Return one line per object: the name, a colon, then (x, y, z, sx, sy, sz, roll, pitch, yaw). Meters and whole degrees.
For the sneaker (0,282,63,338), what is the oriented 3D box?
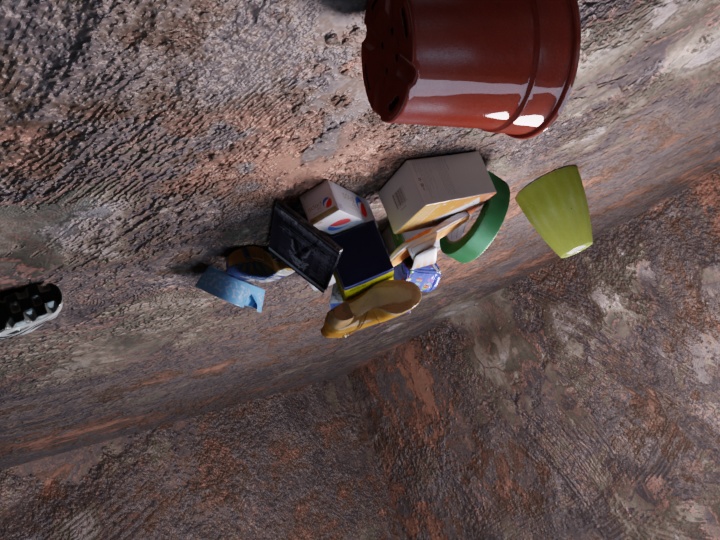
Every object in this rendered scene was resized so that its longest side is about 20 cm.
sneaker: (-0.595, 0.086, 1.025, 0.195, 0.076, 0.089, -14, 162, -29)

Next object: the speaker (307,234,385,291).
speaker: (-0.039, -0.027, 1.459, 0.196, 0.083, 0.081, -28, 165, 20)

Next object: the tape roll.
tape roll: (0.249, -0.118, 1.367, 0.047, 0.205, 0.200, 25, 146, -16)

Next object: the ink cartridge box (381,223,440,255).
ink cartridge box: (0.123, -0.069, 1.547, 0.142, 0.086, 0.200, -14, 164, -25)

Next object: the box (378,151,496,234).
box: (0.156, -0.158, 1.256, 0.196, 0.100, 0.124, -14, 163, -33)

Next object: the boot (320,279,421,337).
boot: (0.017, 0.081, 1.254, 0.196, 0.073, 0.144, -15, 166, -17)

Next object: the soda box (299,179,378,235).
soda box: (-0.037, -0.111, 1.200, 0.067, 0.065, 0.199, -27, 164, 18)

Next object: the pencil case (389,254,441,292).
pencil case: (0.127, 0.007, 1.494, 0.085, 0.080, 0.198, -21, 165, 30)

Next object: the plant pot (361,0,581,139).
plant pot: (0.112, -0.252, 0.711, 0.190, 0.207, 0.201, -7, 161, -21)

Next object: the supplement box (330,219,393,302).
supplement box: (0.000, 0.000, 1.277, 0.106, 0.112, 0.201, -21, 161, -6)

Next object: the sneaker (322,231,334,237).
sneaker: (-0.089, -0.057, 1.323, 0.112, 0.076, 0.200, -17, 165, 12)

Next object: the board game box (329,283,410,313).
board game box: (0.024, 0.058, 1.564, 0.193, 0.045, 0.200, -3, -161, 3)

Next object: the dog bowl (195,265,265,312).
dog bowl: (-0.268, 0.039, 1.308, 0.051, 0.109, 0.200, -66, 164, -5)

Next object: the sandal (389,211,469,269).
sandal: (0.148, -0.050, 1.270, 0.203, 0.060, 0.079, -30, 166, -6)

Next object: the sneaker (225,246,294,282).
sneaker: (-0.210, -0.001, 1.302, 0.087, 0.077, 0.197, -32, 162, 36)

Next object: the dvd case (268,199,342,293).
dvd case: (-0.110, -0.041, 1.187, 0.016, 0.147, 0.201, -51, 175, -26)

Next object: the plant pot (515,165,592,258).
plant pot: (0.548, -0.147, 1.687, 0.182, 0.205, 0.188, -21, 166, -6)
